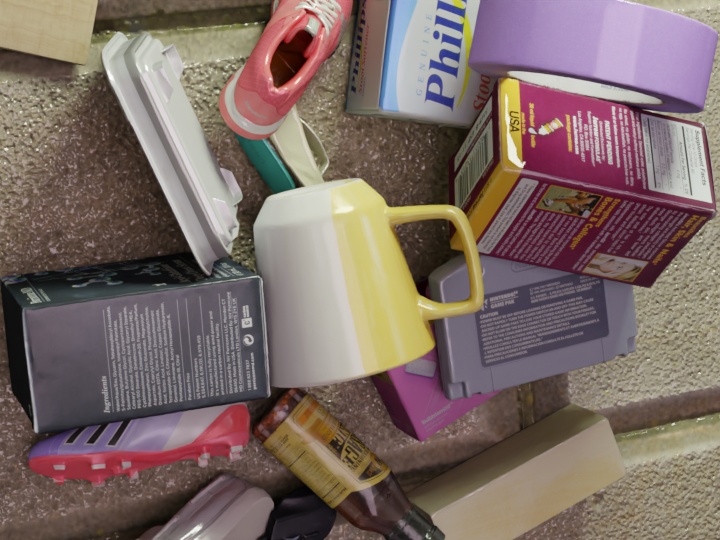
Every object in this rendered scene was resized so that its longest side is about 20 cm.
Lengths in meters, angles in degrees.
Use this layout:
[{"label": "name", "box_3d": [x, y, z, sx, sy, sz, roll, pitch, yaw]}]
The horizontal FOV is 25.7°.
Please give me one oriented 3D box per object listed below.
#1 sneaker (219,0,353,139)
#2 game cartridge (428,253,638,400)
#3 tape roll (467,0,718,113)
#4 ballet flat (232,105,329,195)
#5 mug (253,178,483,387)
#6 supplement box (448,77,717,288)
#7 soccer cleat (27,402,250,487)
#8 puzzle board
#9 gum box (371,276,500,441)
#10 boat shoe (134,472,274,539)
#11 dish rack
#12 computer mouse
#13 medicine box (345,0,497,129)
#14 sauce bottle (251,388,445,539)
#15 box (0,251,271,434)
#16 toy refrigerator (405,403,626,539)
[{"label": "sneaker", "box_3d": [-0.046, -0.203, 1.365, 0.073, 0.087, 0.201, 33, 63, -14]}, {"label": "game cartridge", "box_3d": [0.159, 0.032, 1.446, 0.198, 0.041, 0.134, -12, 98, -20]}, {"label": "tape roll", "box_3d": [0.191, -0.181, 1.306, 0.198, 0.200, 0.066, 10, 93, -20]}, {"label": "ballet flat", "box_3d": [-0.044, -0.069, 1.421, 0.069, 0.069, 0.201, -29, 104, -14]}, {"label": "mug", "box_3d": [-0.008, 0.001, 1.339, 0.185, 0.149, 0.155, -14, 97, -20]}, {"label": "supplement box", "box_3d": [0.190, -0.074, 1.376, 0.198, 0.131, 0.104, 11, 55, -14]}, {"label": "soccer cleat", "box_3d": [-0.196, 0.141, 1.397, 0.198, 0.067, 0.077, -6, 68, -14]}, {"label": "puzzle board", "box_3d": [-0.314, -0.267, 1.322, 0.198, 0.017, 0.152, 10, 92, -21]}, {"label": "gum box", "box_3d": [0.103, 0.056, 1.482, 0.199, 0.066, 0.114, -31, 107, -15]}, {"label": "boat shoe", "box_3d": [-0.165, 0.251, 1.389, 0.200, 0.068, 0.072, -44, 143, -26]}, {"label": "dish rack", "box_3d": [-0.149, -0.107, 1.316, 0.043, 0.172, 0.201, -23, 105, 4]}, {"label": "computer mouse", "box_3d": [-0.083, 0.248, 1.407, 0.199, 0.034, 0.059, -28, 134, -46]}, {"label": "medicine box", "box_3d": [0.100, -0.221, 1.430, 0.198, 0.103, 0.184, 5, 95, -21]}, {"label": "sauce bottle", "box_3d": [-0.008, 0.189, 1.434, 0.200, 0.066, 0.066, 41, 82, -3]}, {"label": "box", "box_3d": [-0.192, 0.055, 1.331, 0.198, 0.148, 0.108, -8, 102, -19]}, {"label": "toy refrigerator", "box_3d": [0.149, 0.209, 1.514, 0.199, 0.076, 0.070, -26, 105, -16]}]
